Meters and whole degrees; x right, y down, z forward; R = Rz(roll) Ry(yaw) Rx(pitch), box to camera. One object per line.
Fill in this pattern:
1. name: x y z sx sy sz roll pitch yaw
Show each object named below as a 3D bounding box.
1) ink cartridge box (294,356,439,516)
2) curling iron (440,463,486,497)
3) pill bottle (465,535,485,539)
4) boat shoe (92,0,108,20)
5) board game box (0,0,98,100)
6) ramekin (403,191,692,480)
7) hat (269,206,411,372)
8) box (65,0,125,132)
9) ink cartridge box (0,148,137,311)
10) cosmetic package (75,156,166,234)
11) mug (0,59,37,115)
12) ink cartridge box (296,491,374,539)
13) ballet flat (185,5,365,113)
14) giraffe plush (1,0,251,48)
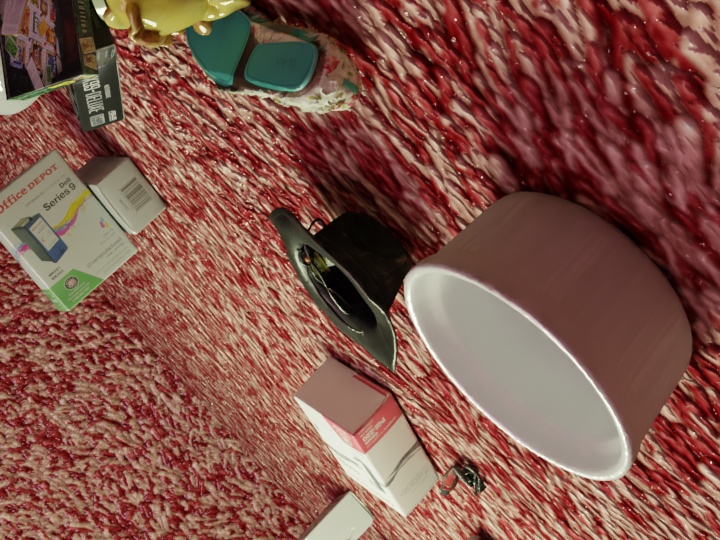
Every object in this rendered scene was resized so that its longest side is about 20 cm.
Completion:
1. ink cartridge box: 0.010 0.238 1.347 0.145 0.085 0.201 25 153 47
2. curling iron: 0.130 0.295 1.293 0.050 0.025 0.200 46 162 9
3. pill bottle: 0.212 0.499 1.390 0.199 0.116 0.116 37 159 26
4. boat shoe: -0.211 -0.303 0.784 0.201 0.066 0.073 81 -177 -52
5. board game box: -0.287 -0.261 0.833 0.103 0.023 0.204 -7 90 34
6. ramekin: 0.133 0.041 0.666 0.200 0.098 0.201 40 160 18
7. hat: 0.000 0.000 0.900 0.201 0.080 0.201 49 165 18
8. box: -0.294 -0.263 0.933 0.203 0.049 0.158 66 163 11
9. ink cartridge box: -0.462 -0.061 1.438 0.201 0.145 0.087 53 159 -15
10. cosmetic package: -0.393 -0.122 1.500 0.102 0.074 0.199 55 158 -22
11. mug: -0.517 -0.321 1.291 0.176 0.146 0.202 55 -169 -45
12. ink cartridge box: -0.058 0.569 2.066 0.083 0.145 0.200 45 161 5
13. ballet flat: -0.070 -0.163 0.745 0.063 0.077 0.199 17 -167 -44
14. giraffe plush: -0.161 -0.236 0.684 0.171 0.202 0.162 32 -174 26
